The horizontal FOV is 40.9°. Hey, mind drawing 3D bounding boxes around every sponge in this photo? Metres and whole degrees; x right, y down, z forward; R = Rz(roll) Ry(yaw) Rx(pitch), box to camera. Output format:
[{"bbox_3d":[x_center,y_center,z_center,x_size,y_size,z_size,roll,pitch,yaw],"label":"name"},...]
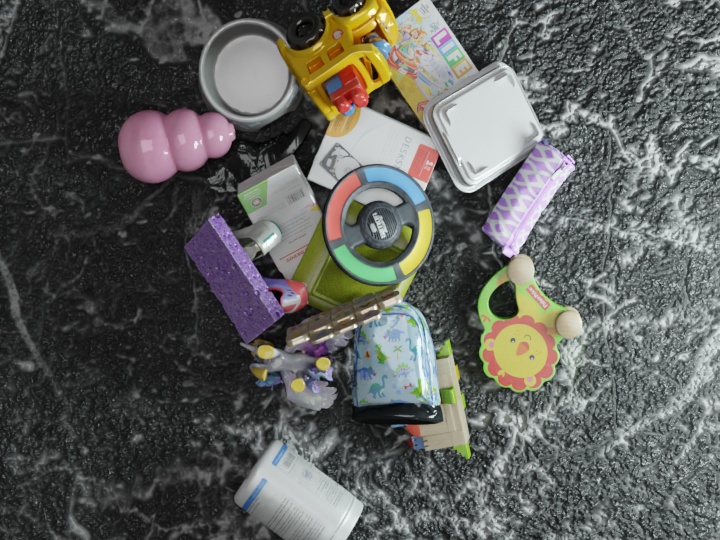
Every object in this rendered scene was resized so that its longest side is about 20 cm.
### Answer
[{"bbox_3d":[-0.212,0.015,1.608,0.030,0.111,0.202,-33,89,-41],"label":"sponge"}]

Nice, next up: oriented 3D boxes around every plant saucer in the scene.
[{"bbox_3d":[0.000,0.000,1.662,0.197,0.048,0.202,24,103,-15],"label":"plant saucer"}]

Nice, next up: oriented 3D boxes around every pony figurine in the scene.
[{"bbox_3d":[-0.109,0.157,1.659,0.189,0.200,0.170,12,91,-12],"label":"pony figurine"}]

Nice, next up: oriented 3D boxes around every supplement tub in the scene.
[{"bbox_3d":[-0.109,0.403,1.682,0.199,0.132,0.133,37,93,1],"label":"supplement tub"}]

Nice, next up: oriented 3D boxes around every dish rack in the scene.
[{"bbox_3d":[0.218,-0.248,1.647,0.198,0.043,0.174,-32,100,-18],"label":"dish rack"}]

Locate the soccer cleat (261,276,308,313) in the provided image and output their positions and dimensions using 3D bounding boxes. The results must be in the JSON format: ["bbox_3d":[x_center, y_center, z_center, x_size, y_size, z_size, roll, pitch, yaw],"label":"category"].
[{"bbox_3d":[-0.177,0.044,1.662,0.197,0.076,0.068,2,100,37],"label":"soccer cleat"}]

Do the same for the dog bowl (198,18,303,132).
[{"bbox_3d":[-0.194,-0.347,1.696,0.196,0.059,0.205,0,91,3],"label":"dog bowl"}]

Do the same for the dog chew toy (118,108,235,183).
[{"bbox_3d":[-0.315,-0.223,1.673,0.196,0.125,0.127,-10,92,1],"label":"dog chew toy"}]

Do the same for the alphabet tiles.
[{"bbox_3d":[-0.028,0.072,1.554,0.197,0.196,0.015,-23,99,1],"label":"alphabet tiles"}]

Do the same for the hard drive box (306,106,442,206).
[{"bbox_3d":[0.027,-0.190,1.683,0.197,0.077,0.158,23,93,1],"label":"hard drive box"}]

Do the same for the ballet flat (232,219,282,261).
[{"bbox_3d":[-0.211,-0.031,1.649,0.198,0.069,0.070,-23,91,45],"label":"ballet flat"}]

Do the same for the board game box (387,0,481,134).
[{"bbox_3d":[0.119,-0.356,1.693,0.134,0.034,0.201,-35,90,3],"label":"board game box"}]

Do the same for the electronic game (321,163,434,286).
[{"bbox_3d":[0.031,-0.076,1.602,0.196,0.042,0.204,1,87,-18],"label":"electronic game"}]

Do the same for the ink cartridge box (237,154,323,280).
[{"bbox_3d":[-0.119,-0.081,1.679,0.116,0.067,0.202,-26,112,3],"label":"ink cartridge box"}]

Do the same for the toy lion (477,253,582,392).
[{"bbox_3d":[0.278,0.103,1.695,0.191,0.069,0.200,-43,90,11],"label":"toy lion"}]

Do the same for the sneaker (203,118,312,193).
[{"bbox_3d":[-0.179,-0.205,1.699,0.104,0.060,0.201,36,96,-4],"label":"sneaker"}]

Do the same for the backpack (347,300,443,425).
[{"bbox_3d":[0.055,0.149,1.612,0.160,0.154,0.204,0,74,14],"label":"backpack"}]

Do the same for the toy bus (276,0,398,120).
[{"bbox_3d":[-0.014,-0.343,1.579,0.198,0.136,0.194,-32,52,8],"label":"toy bus"}]

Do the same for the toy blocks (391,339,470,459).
[{"bbox_3d":[0.109,0.236,1.695,0.134,0.100,0.204,-12,91,14],"label":"toy blocks"}]

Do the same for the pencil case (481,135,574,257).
[{"bbox_3d":[0.292,-0.124,1.663,0.083,0.086,0.202,25,102,-33],"label":"pencil case"}]
